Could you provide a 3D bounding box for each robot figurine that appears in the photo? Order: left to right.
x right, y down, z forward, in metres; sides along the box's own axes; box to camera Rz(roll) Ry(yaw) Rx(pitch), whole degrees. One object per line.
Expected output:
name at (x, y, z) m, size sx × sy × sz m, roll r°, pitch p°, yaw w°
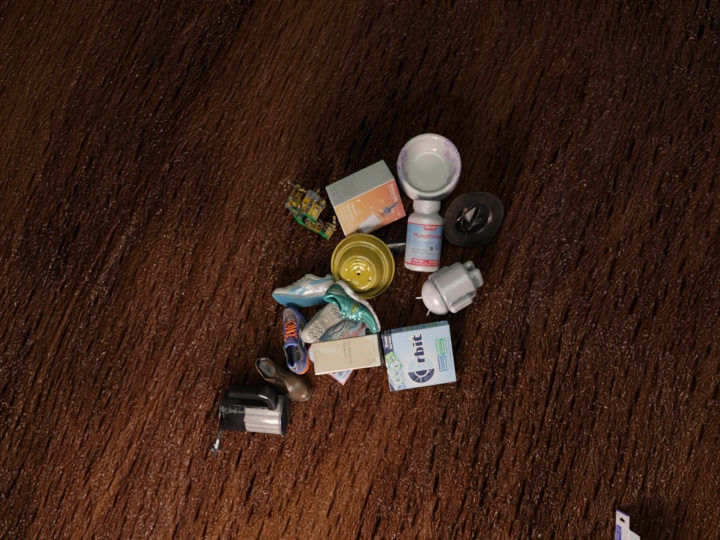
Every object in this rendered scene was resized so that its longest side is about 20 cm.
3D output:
robot figurine at (0.263, 0.054, 1.690) m, size 0.197 × 0.114 × 0.170 m, roll -31°, pitch 39°, yaw -2°

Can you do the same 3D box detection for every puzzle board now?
puzzle board at (-0.056, 0.215, 1.737) m, size 0.149 × 0.017 × 0.202 m, roll 33°, pitch 83°, yaw 11°

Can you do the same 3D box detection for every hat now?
hat at (0.330, -0.167, 1.739) m, size 0.197 × 0.203 × 0.081 m, roll -27°, pitch 33°, yaw -1°

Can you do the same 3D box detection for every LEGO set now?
LEGO set at (-0.137, -0.199, 1.753) m, size 0.152 × 0.200 × 0.118 m, roll 25°, pitch 79°, yaw 30°

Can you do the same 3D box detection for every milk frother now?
milk frother at (-0.312, 0.435, 1.622) m, size 0.183 × 0.182 × 0.205 m, roll 3°, pitch 63°, yaw 7°

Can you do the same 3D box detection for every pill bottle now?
pill bottle at (0.190, -0.105, 1.703) m, size 0.106 × 0.109 × 0.206 m, roll 4°, pitch 99°, yaw 6°

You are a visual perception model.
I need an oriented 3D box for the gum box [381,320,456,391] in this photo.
gum box at (0.169, 0.247, 1.662) m, size 0.195 × 0.045 × 0.174 m, roll -10°, pitch 103°, yaw 3°

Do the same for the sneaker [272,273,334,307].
sneaker at (-0.172, 0.060, 1.757) m, size 0.194 × 0.077 × 0.083 m, roll -4°, pitch 62°, yaw 3°

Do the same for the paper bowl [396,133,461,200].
paper bowl at (0.210, -0.309, 1.775) m, size 0.195 × 0.104 × 0.206 m, roll -1°, pitch 79°, yaw 5°

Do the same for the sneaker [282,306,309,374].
sneaker at (-0.197, 0.206, 1.715) m, size 0.074 × 0.078 × 0.205 m, roll -16°, pitch 77°, yaw 12°

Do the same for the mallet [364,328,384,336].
mallet at (0.113, 0.184, 1.711) m, size 0.195 × 0.041 × 0.068 m, roll 14°, pitch 81°, yaw 6°

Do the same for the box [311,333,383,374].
box at (-0.036, 0.243, 1.673) m, size 0.195 × 0.078 × 0.098 m, roll -11°, pitch 83°, yaw 7°

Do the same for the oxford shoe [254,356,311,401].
oxford shoe at (-0.234, 0.324, 1.697) m, size 0.197 × 0.085 × 0.074 m, roll 29°, pitch 80°, yaw 9°

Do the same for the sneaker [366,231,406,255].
sneaker at (0.050, -0.089, 1.763) m, size 0.195 × 0.076 × 0.090 m, roll -10°, pitch 72°, yaw 3°

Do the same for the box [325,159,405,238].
box at (0.016, -0.208, 1.733) m, size 0.196 × 0.154 × 0.107 m, roll -25°, pitch 45°, yaw 0°

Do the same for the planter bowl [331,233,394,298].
planter bowl at (0.000, 0.000, 1.699) m, size 0.195 × 0.084 × 0.206 m, roll 3°, pitch 107°, yaw 9°

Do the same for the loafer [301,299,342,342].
loafer at (-0.100, 0.140, 1.712) m, size 0.199 × 0.069 × 0.071 m, roll -37°, pitch 100°, yaw -24°

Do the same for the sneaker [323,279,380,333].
sneaker at (-0.024, 0.118, 1.659) m, size 0.199 × 0.078 × 0.079 m, roll 39°, pitch 59°, yaw 18°

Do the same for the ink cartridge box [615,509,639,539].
ink cartridge box at (0.702, 0.748, 1.513) m, size 0.036 × 0.095 × 0.206 m, roll 4°, pitch 78°, yaw 6°
